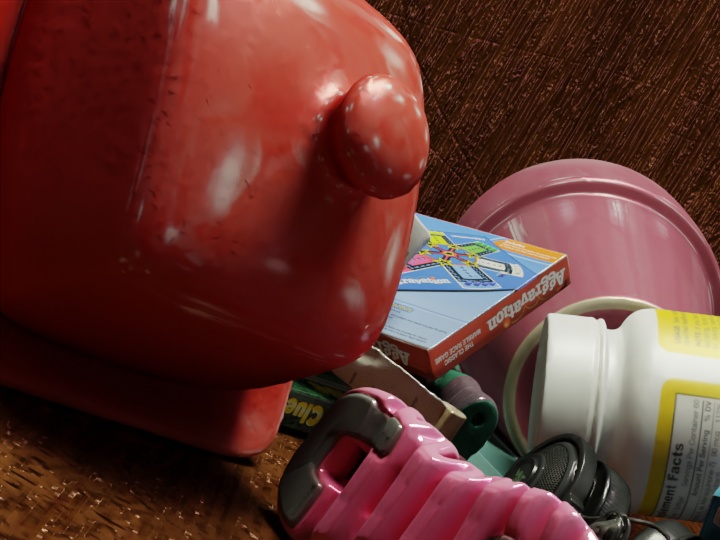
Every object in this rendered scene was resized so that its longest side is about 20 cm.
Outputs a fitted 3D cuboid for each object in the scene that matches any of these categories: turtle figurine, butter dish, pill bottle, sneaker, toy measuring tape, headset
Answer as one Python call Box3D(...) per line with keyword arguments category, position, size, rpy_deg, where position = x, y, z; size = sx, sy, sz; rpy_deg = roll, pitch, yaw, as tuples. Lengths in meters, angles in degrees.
Box3D(category="turtle figurine", position=(0.008, 0.025, 0.934), size=(0.149, 0.101, 0.200), rpy_deg=(33, 8, -26))
Box3D(category="butter dish", position=(-0.040, -0.043, 0.614), size=(0.147, 0.202, 0.199), rpy_deg=(-3, -18, 39))
Box3D(category="pill bottle", position=(0.195, 0.082, 0.919), size=(0.198, 0.116, 0.114), rpy_deg=(7, 5, 3))
Box3D(category="sneaker", position=(0.052, 0.115, 0.588), size=(0.095, 0.079, 0.200), rpy_deg=(41, 0, -37))
Box3D(category="toy measuring tape", position=(-0.034, 0.014, 0.779), size=(0.199, 0.074, 0.074), rpy_deg=(36, 6, 3))
Box3D(category="headset", position=(0.102, 0.137, 0.736), size=(0.123, 0.094, 0.200), rpy_deg=(37, -9, 15))

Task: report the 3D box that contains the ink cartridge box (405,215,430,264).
Box3D(category="ink cartridge box", position=(-0.053, -0.080, 0.840), size=(0.163, 0.057, 0.200), rpy_deg=(50, -7, -20))

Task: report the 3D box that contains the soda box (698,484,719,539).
Box3D(category="soda box", position=(0.199, 0.133, 0.791), size=(0.064, 0.068, 0.200), rpy_deg=(33, -20, 18))

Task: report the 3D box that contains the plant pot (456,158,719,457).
Box3D(category="plant pot", position=(0.146, 0.048, 1.066), size=(0.199, 0.201, 0.179), rpy_deg=(30, 16, -10))

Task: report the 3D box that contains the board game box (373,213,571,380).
Box3D(category="board game box", position=(0.000, 0.000, 0.856), size=(0.199, 0.103, 0.020), rpy_deg=(18, -49, 44))

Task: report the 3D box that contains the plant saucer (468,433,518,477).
Box3D(category="plant saucer", position=(0.067, 0.105, 0.989), size=(0.070, 0.019, 0.200), rpy_deg=(29, 7, -26))

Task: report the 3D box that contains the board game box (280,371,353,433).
Box3D(category="board game box", position=(-0.076, 0.036, 0.791), size=(0.104, 0.024, 0.199), rpy_deg=(33, 6, 39))
